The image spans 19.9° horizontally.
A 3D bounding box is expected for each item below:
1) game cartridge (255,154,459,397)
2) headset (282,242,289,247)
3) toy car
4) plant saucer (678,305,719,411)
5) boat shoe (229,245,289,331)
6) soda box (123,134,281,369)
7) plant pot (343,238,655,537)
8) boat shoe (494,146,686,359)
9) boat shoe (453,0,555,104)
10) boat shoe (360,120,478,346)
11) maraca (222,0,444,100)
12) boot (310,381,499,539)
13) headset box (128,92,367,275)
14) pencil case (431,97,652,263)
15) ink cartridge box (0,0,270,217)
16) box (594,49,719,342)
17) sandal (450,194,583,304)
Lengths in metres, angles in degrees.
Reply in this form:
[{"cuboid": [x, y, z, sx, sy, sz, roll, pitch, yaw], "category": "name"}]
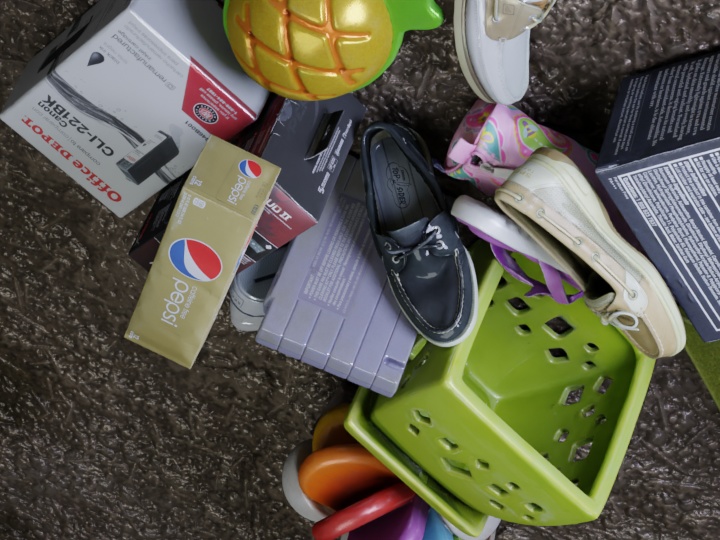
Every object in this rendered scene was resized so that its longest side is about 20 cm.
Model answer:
[{"cuboid": [0.000, 0.000, 1.729, 0.129, 0.200, 0.038, 20, 146, 3], "category": "game cartridge"}, {"cuboid": [-0.069, -0.008, 1.861, 0.199, 0.094, 0.124, 8, 132, -7], "category": "headset"}, {"cuboid": [0.022, 0.225, 1.907, 0.175, 0.150, 0.200, -31, 107, 31], "category": "toy car"}, {"cuboid": [0.370, 0.116, 1.748, 0.200, 0.048, 0.200, 32, 159, 56], "category": "plant saucer"}, {"cuboid": [-0.025, 0.002, 1.782, 0.199, 0.074, 0.067, -12, 151, -21], "category": "boat shoe"}, {"cuboid": [-0.129, -0.012, 1.648, 0.064, 0.068, 0.200, 25, 137, -1], "category": "soda box"}, {"cuboid": [0.113, 0.106, 1.799, 0.200, 0.199, 0.181, 42, 140, -19], "category": "plant pot"}, {"cuboid": [0.181, -0.002, 1.612, 0.201, 0.063, 0.073, 54, 160, -18], "category": "boat shoe"}, {"cuboid": [0.112, -0.209, 1.567, 0.068, 0.075, 0.200, 7, 134, 23], "category": "boat shoe"}, {"cuboid": [0.043, -0.035, 1.681, 0.074, 0.200, 0.066, -17, 160, 16], "category": "boat shoe"}, {"cuboid": [-0.023, -0.203, 1.604, 0.200, 0.107, 0.137, -27, 121, 39], "category": "maraca"}, {"cuboid": [0.045, 0.203, 2.011, 0.199, 0.064, 0.187, 14, 123, 5], "category": "boot"}, {"cuboid": [-0.088, -0.079, 1.724, 0.075, 0.149, 0.200, 41, 134, -20], "category": "headset box"}, {"cuboid": [0.163, -0.067, 1.681, 0.200, 0.088, 0.087, 31, 136, -11], "category": "pencil case"}, {"cuboid": [-0.188, -0.153, 1.738, 0.144, 0.084, 0.200, 41, 135, -20], "category": "ink cartridge box"}, {"cuboid": [0.322, -0.068, 1.586, 0.198, 0.123, 0.200, -13, 128, 34], "category": "box"}, {"cuboid": [0.141, -0.005, 1.702, 0.202, 0.050, 0.082, 29, -176, -36], "category": "sandal"}]
